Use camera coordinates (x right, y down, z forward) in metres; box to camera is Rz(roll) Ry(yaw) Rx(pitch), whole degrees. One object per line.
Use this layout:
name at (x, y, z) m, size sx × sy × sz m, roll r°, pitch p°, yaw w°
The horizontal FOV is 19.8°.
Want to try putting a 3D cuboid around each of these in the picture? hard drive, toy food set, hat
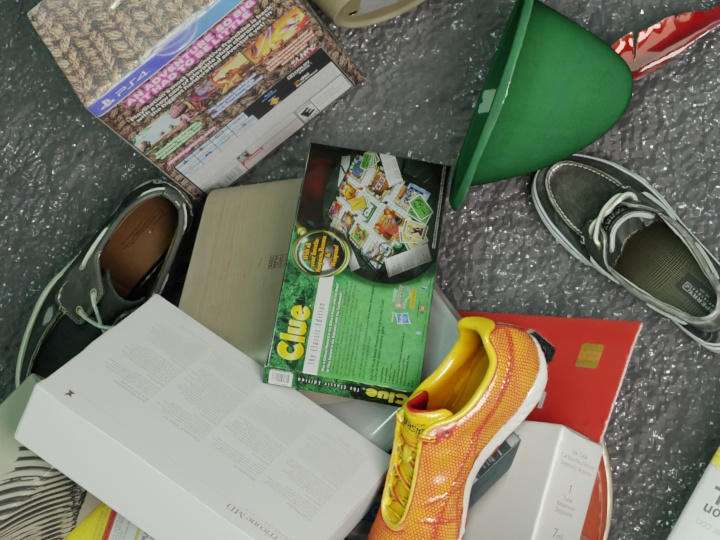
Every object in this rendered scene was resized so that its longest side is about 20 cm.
hard drive at (-0.011, 0.091, 1.424) m, size 0.200 × 0.026 × 0.132 m, roll -45°, pitch 31°, yaw 7°
toy food set at (-0.048, 0.013, 1.467) m, size 0.142 × 0.061 × 0.201 m, roll -6°, pitch 49°, yaw 19°
hat at (0.174, -0.107, 1.423) m, size 0.175 × 0.166 × 0.201 m, roll 19°, pitch 117°, yaw -2°

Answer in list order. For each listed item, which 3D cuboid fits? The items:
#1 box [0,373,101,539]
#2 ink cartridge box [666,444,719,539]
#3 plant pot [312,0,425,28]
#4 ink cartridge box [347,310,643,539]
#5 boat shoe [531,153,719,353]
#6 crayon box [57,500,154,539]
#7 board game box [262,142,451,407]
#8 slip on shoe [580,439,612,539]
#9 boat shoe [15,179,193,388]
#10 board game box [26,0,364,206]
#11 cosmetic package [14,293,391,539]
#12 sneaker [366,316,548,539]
box at (-0.248, 0.165, 1.357) m, size 0.200 × 0.082 × 0.068 m, roll -45°, pitch 61°, yaw 8°
ink cartridge box at (0.297, 0.140, 1.286) m, size 0.145 × 0.083 × 0.201 m, roll 27°, pitch 83°, yaw 27°
plant pot at (-0.016, -0.289, 1.530) m, size 0.186 × 0.187 × 0.201 m, roll -24°, pitch 78°, yaw 12°
ink cartridge box at (0.080, 0.105, 1.364) m, size 0.199 × 0.045 × 0.178 m, roll 1°, pitch 70°, yaw 52°
boat shoe at (0.187, -0.024, 1.395) m, size 0.200 × 0.071 × 0.072 m, roll 39°, pitch 90°, yaw 32°
crayon box at (-0.190, 0.197, 1.392) m, size 0.199 × 0.051 × 0.128 m, roll 15°, pitch 80°, yaw 29°
board game box at (0.000, 0.000, 1.396) m, size 0.104 × 0.024 × 0.201 m, roll 12°, pitch 51°, yaw -1°
slip on shoe at (0.118, 0.182, 1.358) m, size 0.073 × 0.061 × 0.202 m, roll 7°, pitch 73°, yaw 26°
boat shoe at (-0.191, 0.022, 1.525) m, size 0.072 × 0.068 × 0.201 m, roll 33°, pitch 90°, yaw -14°
board game box at (-0.115, -0.162, 1.497) m, size 0.159 × 0.200 × 0.097 m, roll -38°, pitch 62°, yaw 5°
cosmetic package at (-0.095, 0.113, 1.304) m, size 0.199 × 0.151 × 0.052 m, roll 34°, pitch 120°, yaw 10°
sneaker at (0.041, 0.118, 1.301) m, size 0.073 × 0.077 × 0.201 m, roll 29°, pitch 95°, yaw 53°
